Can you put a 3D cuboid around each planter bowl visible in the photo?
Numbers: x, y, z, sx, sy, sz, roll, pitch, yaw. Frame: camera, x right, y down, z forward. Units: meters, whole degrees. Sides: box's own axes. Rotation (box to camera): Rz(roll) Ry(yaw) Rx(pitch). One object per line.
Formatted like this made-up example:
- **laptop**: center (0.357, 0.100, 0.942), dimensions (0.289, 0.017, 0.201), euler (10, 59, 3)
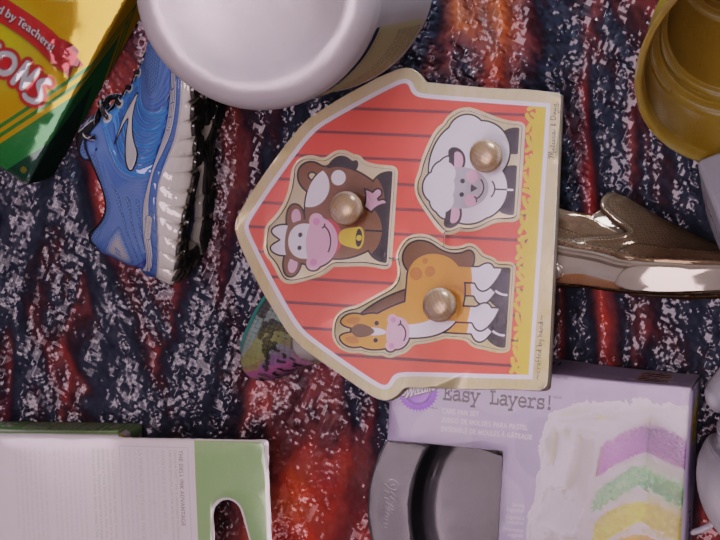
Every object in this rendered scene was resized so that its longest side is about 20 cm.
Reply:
- **planter bowl**: center (0.242, -0.157, 1.634), dimensions (0.200, 0.200, 0.084), euler (-29, 50, 16)

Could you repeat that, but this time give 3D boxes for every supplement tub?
- **supplement tub**: center (-0.037, -0.172, 1.665), dimensions (0.144, 0.200, 0.146), euler (2, 98, 14)

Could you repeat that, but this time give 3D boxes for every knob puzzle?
- **knob puzzle**: center (0.018, -0.022, 1.696), dimensions (0.218, 0.030, 0.221), euler (-1, 86, 16)

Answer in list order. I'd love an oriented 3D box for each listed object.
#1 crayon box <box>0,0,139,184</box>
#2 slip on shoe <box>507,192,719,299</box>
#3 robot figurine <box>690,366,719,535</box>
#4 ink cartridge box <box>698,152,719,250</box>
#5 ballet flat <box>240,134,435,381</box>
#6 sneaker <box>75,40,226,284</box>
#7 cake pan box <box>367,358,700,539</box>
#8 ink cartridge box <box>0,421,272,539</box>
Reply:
- **crayon box**: center (-0.206, -0.172, 1.787), dimensions (0.127, 0.051, 0.201), euler (32, 103, 9)
- **slip on shoe**: center (0.154, -0.017, 1.709), dimensions (0.199, 0.076, 0.061), euler (3, 87, 20)
- **robot figurine**: center (0.272, 0.095, 1.667), dimensions (0.170, 0.113, 0.201), euler (44, 108, 42)
- **ink cartridge box**: center (0.294, -0.005, 1.605), dimensions (0.161, 0.201, 0.057), euler (-17, 134, 2)
- **ballet flat**: center (0.000, 0.000, 1.743), dimensions (0.071, 0.069, 0.200), euler (45, 104, 35)
- **sneaker**: center (-0.134, -0.095, 1.762), dimensions (0.089, 0.079, 0.201), euler (13, 105, 14)
- **cake pan box**: center (0.106, 0.147, 1.750), dimensions (0.199, 0.052, 0.186), euler (6, 97, 13)
- **ink cartridge box**: center (-0.145, 0.171, 1.818), dimensions (0.198, 0.048, 0.147), euler (0, 97, 14)
